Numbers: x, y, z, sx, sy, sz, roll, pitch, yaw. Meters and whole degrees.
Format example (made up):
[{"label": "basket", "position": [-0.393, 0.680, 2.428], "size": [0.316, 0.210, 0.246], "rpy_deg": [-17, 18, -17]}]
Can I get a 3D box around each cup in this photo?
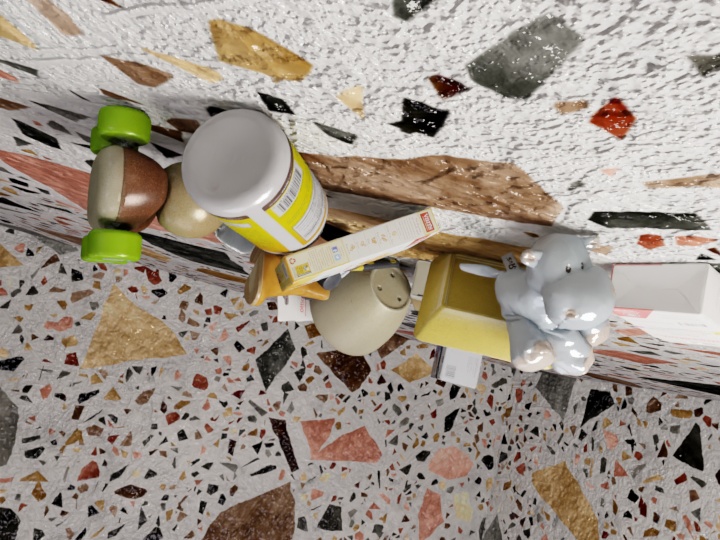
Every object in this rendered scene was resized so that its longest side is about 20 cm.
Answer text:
[{"label": "cup", "position": [0.019, 0.056, 1.021], "size": [0.200, 0.201, 0.143], "rpy_deg": [19, 147, -29]}]

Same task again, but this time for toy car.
[{"label": "toy car", "position": [-0.225, -0.086, 0.631], "size": [0.200, 0.165, 0.158], "rpy_deg": [5, 176, -32]}]

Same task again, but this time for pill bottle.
[{"label": "pill bottle", "position": [-0.102, -0.084, 0.564], "size": [0.109, 0.109, 0.200], "rpy_deg": [11, 169, 13]}]

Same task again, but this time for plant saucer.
[{"label": "plant saucer", "position": [0.196, 0.043, 0.775], "size": [0.200, 0.200, 0.049], "rpy_deg": [12, 129, 9]}]

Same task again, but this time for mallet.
[{"label": "mallet", "position": [0.000, 0.000, 0.910], "size": [0.200, 0.041, 0.066], "rpy_deg": [0, -140, -35]}]

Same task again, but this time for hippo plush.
[{"label": "hippo plush", "position": [0.256, 0.019, 0.641], "size": [0.159, 0.200, 0.161], "rpy_deg": [-12, 151, -16]}]

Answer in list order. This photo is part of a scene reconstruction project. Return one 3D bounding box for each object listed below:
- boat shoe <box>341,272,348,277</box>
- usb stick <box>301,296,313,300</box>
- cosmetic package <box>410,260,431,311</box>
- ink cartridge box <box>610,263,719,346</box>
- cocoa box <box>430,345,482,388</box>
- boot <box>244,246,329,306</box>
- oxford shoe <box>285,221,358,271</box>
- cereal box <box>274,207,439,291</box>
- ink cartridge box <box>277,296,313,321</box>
[{"label": "boat shoe", "position": [-0.091, -0.026, 1.009], "size": [0.066, 0.070, 0.200], "rpy_deg": [51, 164, -25]}, {"label": "usb stick", "position": [-0.149, -0.008, 1.023], "size": [0.200, 0.033, 0.055], "rpy_deg": [43, -167, 35]}, {"label": "cosmetic package", "position": [0.158, 0.043, 1.017], "size": [0.105, 0.071, 0.200], "rpy_deg": [11, 170, 12]}, {"label": "ink cartridge box", "position": [0.440, 0.051, 0.693], "size": [0.200, 0.068, 0.116], "rpy_deg": [23, 167, -36]}, {"label": "cocoa box", "position": [0.337, 0.291, 1.759], "size": [0.133, 0.200, 0.131], "rpy_deg": [15, 171, -6]}, {"label": "boot", "position": [-0.117, 0.020, 0.861], "size": [0.144, 0.071, 0.201], "rpy_deg": [24, -162, -18]}, {"label": "oxford shoe", "position": [-0.089, -0.063, 0.850], "size": [0.200, 0.071, 0.071], "rpy_deg": [14, 140, 17]}, {"label": "cereal box", "position": [-0.011, -0.024, 0.680], "size": [0.200, 0.040, 0.144], "rpy_deg": [-19, 178, -14]}, {"label": "ink cartridge box", "position": [-0.107, 0.052, 1.150], "size": [0.200, 0.117, 0.067], "rpy_deg": [0, -179, -33]}]
